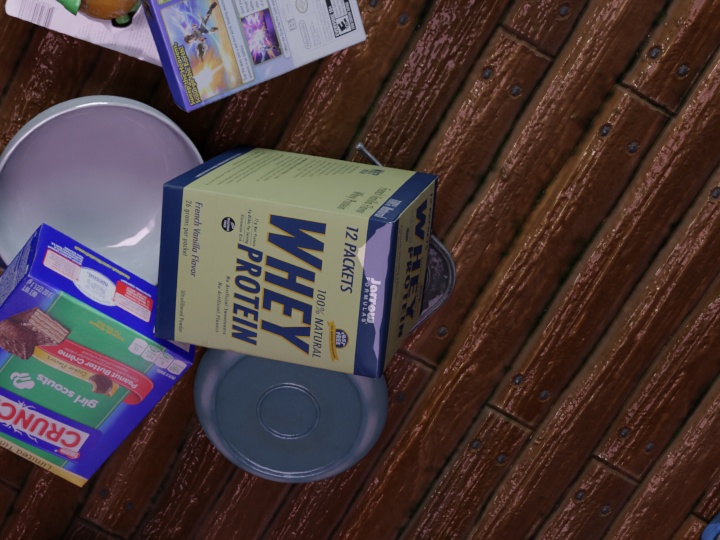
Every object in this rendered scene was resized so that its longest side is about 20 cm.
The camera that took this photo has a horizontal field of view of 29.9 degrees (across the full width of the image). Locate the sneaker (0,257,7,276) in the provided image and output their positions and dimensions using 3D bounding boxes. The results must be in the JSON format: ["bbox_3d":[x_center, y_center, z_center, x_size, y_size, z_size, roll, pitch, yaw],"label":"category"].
[{"bbox_3d":[-0.315,0.009,1.286,0.198,0.089,0.076,26,134,-7],"label":"sneaker"}]

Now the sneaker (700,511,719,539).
[{"bbox_3d":[0.422,0.241,1.354,0.075,0.079,0.201,27,109,-9],"label":"sneaker"}]

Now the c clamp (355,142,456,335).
[{"bbox_3d":[0.000,0.000,1.312,0.170,0.027,0.200,37,106,-16],"label":"c clamp"}]

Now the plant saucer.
[{"bbox_3d":[-0.071,0.136,1.348,0.197,0.028,0.203,2,118,3],"label":"plant saucer"}]

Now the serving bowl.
[{"bbox_3d":[-0.238,-0.071,1.220,0.197,0.066,0.202,-10,123,-15],"label":"serving bowl"}]

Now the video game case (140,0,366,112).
[{"bbox_3d":[-0.104,-0.263,1.158,0.180,0.045,0.202,-24,116,-17],"label":"video game case"}]

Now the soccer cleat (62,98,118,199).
[{"bbox_3d":[-0.310,-0.074,1.270,0.199,0.070,0.087,-35,105,13],"label":"soccer cleat"}]

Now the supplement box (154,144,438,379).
[{"bbox_3d":[-0.050,-0.015,1.184,0.197,0.200,0.136,9,107,11],"label":"supplement box"}]

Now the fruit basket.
[{"bbox_3d":[-0.194,-0.283,1.192,0.198,0.094,0.187,14,112,-20],"label":"fruit basket"}]

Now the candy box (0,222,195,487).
[{"bbox_3d":[-0.269,0.081,1.216,0.168,0.078,0.200,31,124,-22],"label":"candy box"}]
